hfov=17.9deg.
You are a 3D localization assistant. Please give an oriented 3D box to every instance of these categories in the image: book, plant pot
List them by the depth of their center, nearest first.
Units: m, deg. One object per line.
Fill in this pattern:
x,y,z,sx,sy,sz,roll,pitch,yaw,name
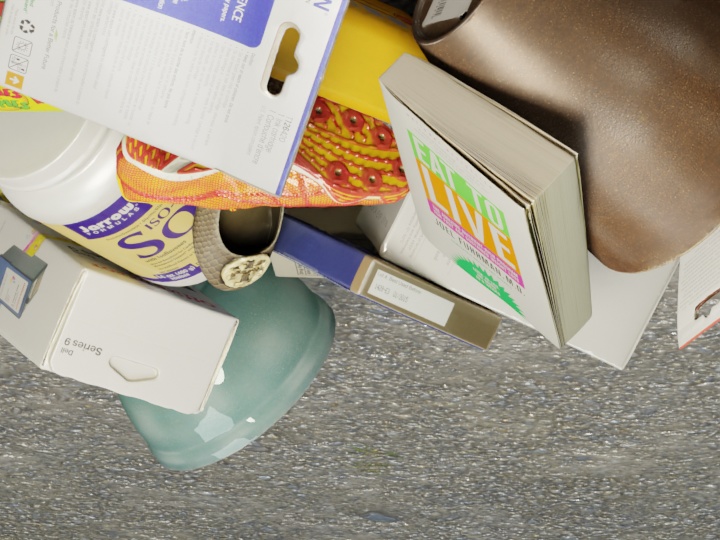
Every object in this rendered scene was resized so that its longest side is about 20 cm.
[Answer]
0.135,-0.127,1.430,0.200,0.188,0.187,32,149,-24,plant pot
0.081,-0.044,1.438,0.133,0.048,0.200,39,166,26,book
-0.139,0.051,1.950,0.200,0.201,0.134,-15,125,42,plant pot

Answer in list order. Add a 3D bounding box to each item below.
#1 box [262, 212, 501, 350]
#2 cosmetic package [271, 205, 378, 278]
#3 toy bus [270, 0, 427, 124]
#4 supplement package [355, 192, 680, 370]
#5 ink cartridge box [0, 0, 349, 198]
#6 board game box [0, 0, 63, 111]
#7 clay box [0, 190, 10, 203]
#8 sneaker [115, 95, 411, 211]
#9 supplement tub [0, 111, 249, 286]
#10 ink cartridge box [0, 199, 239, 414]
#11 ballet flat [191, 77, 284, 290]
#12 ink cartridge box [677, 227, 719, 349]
0.000,0.000,1.645,0.121,0.033,0.200,24,180,-34,box
0.030,-0.047,1.757,0.199,0.088,0.103,2,160,3,cosmetic package
-0.011,-0.147,1.484,0.199,0.065,0.078,19,-164,-33,toy bus
0.115,-0.031,1.627,0.199,0.118,0.117,25,-173,-13,supplement package
-0.111,-0.161,1.369,0.199,0.047,0.198,20,129,-2,ink cartridge box
-0.218,-0.158,1.493,0.199,0.102,0.048,0,158,11,board game box
-0.212,-0.063,1.825,0.199,0.048,0.115,7,160,-2,clay box
-0.062,-0.073,1.498,0.199,0.073,0.077,5,157,-12,sneaker
-0.170,-0.085,1.615,0.145,0.146,0.200,-9,156,31,supplement tub
-0.206,0.025,1.746,0.145,0.088,0.200,19,-172,-34,ink cartridge box
-0.072,-0.059,1.570,0.067,0.046,0.201,-17,137,-34,ballet flat
0.257,-0.053,1.530,0.050,0.201,0.109,10,159,-13,ink cartridge box
